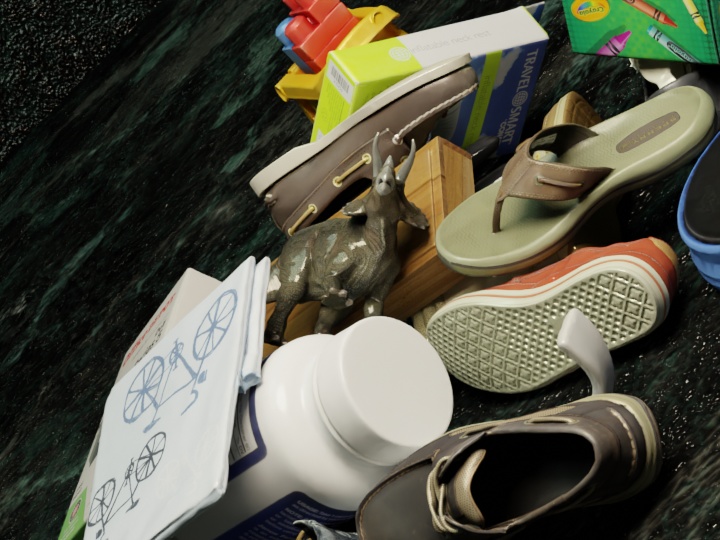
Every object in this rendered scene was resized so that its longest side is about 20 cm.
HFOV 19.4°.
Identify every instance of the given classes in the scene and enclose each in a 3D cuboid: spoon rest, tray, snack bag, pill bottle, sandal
[{"bbox_3d":[0.086,0.110,1.258,0.200,0.061,0.099,-49,7,33],"label":"spoon rest"},{"bbox_3d":[0.000,0.000,1.464,0.200,0.037,0.099,-37,41,37],"label":"tray"},{"bbox_3d":[-0.123,0.109,1.373,0.189,0.021,0.200,-41,30,38],"label":"snack bag"},{"bbox_3d":[-0.035,0.111,1.372,0.200,0.120,0.120,-35,20,43],"label":"pill bottle"},{"bbox_3d":[0.131,-0.068,1.347,0.201,0.057,0.080,-33,39,2],"label":"sandal"}]

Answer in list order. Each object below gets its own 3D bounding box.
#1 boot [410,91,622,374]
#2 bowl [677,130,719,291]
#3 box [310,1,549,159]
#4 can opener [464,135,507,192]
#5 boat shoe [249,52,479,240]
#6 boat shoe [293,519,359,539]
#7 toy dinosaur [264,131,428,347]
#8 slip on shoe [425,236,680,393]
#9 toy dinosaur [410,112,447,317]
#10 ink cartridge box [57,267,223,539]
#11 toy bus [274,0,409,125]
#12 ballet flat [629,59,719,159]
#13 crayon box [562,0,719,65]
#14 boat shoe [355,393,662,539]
[{"bbox_3d":[0.107,-0.026,1.457,0.155,0.073,0.200,-34,31,30],"label":"boot"},{"bbox_3d":[0.272,-0.070,1.251,0.201,0.039,0.201,-39,19,16],"label":"bowl"},{"bbox_3d":[0.060,-0.131,1.619,0.200,0.048,0.122,-16,-39,-28],"label":"box"},{"bbox_3d":[0.037,-0.032,1.638,0.200,0.063,0.079,-44,18,6],"label":"can opener"},{"bbox_3d":[0.010,-0.086,1.489,0.200,0.060,0.072,-31,-3,29],"label":"boat shoe"},{"bbox_3d":[-0.023,0.180,1.268,0.071,0.091,0.200,-47,18,-4],"label":"boat shoe"},{"bbox_3d":[-0.018,0.000,1.408,0.200,0.077,0.102,-32,36,47],"label":"toy dinosaur"},{"bbox_3d":[0.122,0.027,1.330,0.200,0.074,0.061,-23,13,44],"label":"slip on shoe"},{"bbox_3d":[0.017,-0.044,1.539,0.200,0.105,0.182,-7,66,15],"label":"toy dinosaur"},{"bbox_3d":[-0.143,0.122,1.565,0.146,0.084,0.200,-49,20,49],"label":"ink cartridge box"},{"bbox_3d":[0.011,-0.165,1.776,0.136,0.192,0.200,-47,20,-11],"label":"toy bus"},{"bbox_3d":[0.222,-0.148,1.479,0.073,0.073,0.200,-38,19,22],"label":"ballet flat"},{"bbox_3d":[0.243,-0.215,1.459,0.119,0.058,0.200,10,38,39],"label":"crayon box"},{"bbox_3d":[0.070,0.115,1.175,0.200,0.075,0.073,-27,-17,32],"label":"boat shoe"}]
